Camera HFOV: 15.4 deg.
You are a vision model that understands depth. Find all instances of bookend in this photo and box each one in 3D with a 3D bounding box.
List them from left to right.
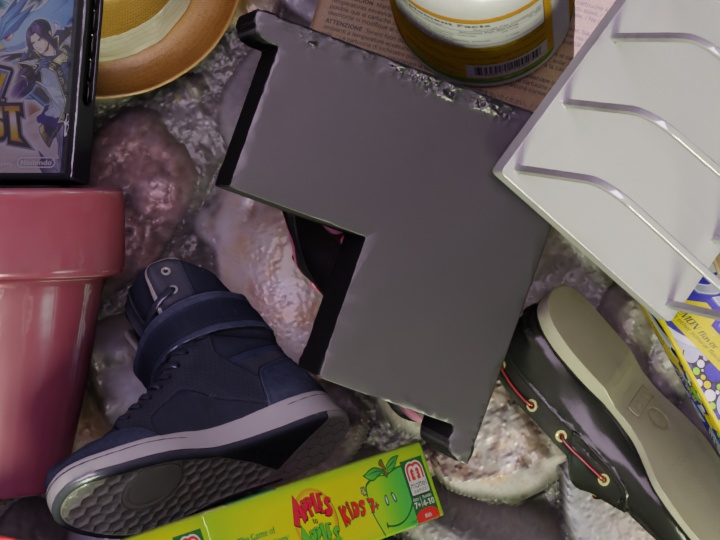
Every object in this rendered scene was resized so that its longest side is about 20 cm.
[{"bbox_3d":[-0.004,-0.019,1.508,0.198,0.092,0.201,19,89,-10],"label":"bookend"}]

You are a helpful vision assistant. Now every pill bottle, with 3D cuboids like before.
[{"bbox_3d":[0.065,-0.184,1.498,0.110,0.200,0.112,-1,77,5],"label":"pill bottle"}]

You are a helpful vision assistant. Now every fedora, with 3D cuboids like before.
[{"bbox_3d":[-0.164,-0.209,1.653,0.199,0.082,0.202,0,71,0],"label":"fedora"}]

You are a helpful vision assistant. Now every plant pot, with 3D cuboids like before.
[{"bbox_3d":[-0.238,0.040,1.571,0.199,0.200,0.180,0,93,6],"label":"plant pot"}]

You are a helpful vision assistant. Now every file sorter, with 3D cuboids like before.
[{"bbox_3d":[0.201,-0.086,1.445,0.139,0.124,0.200,40,82,-20],"label":"file sorter"}]

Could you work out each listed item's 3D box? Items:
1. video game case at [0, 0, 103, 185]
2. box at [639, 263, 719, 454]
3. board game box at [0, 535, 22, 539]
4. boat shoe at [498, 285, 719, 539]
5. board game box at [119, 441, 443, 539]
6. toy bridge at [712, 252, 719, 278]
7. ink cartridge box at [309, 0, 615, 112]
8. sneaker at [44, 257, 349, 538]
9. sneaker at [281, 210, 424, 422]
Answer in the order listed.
[{"bbox_3d":[-0.247,-0.143,1.608,0.199,0.025,0.182,1,83,25],"label":"video game case"},{"bbox_3d":[0.213,0.034,1.580,0.070,0.064,0.201,-27,77,-1],"label":"box"},{"bbox_3d":[-0.236,0.177,1.548,0.199,0.152,0.047,11,79,8],"label":"board game box"},{"bbox_3d":[0.156,0.105,1.573,0.063,0.074,0.202,-41,85,32],"label":"boat shoe"},{"bbox_3d":[-0.054,0.149,1.498,0.101,0.200,0.048,-22,85,37],"label":"board game box"},{"bbox_3d":[0.234,-0.020,1.547,0.067,0.027,0.201,-6,67,-27],"label":"toy bridge"},{"bbox_3d":[0.074,-0.145,1.629,0.199,0.075,0.166,17,78,10],"label":"ink cartridge box"},{"bbox_3d":[-0.125,0.072,1.557,0.202,0.077,0.146,-14,55,-39],"label":"sneaker"},{"bbox_3d":[0.000,0.000,1.611,0.079,0.095,0.201,-25,96,-35],"label":"sneaker"}]
